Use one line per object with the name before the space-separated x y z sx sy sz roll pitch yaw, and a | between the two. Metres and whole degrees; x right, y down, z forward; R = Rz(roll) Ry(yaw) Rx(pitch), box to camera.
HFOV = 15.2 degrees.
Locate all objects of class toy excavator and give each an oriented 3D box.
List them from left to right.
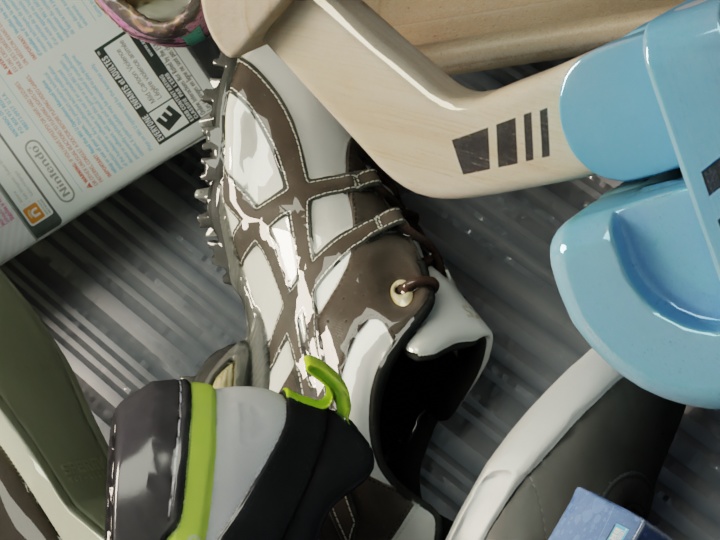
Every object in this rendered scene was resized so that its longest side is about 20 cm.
toy excavator | 0.070 -0.031 0.701 0.199 0.100 0.196 -17 97 28

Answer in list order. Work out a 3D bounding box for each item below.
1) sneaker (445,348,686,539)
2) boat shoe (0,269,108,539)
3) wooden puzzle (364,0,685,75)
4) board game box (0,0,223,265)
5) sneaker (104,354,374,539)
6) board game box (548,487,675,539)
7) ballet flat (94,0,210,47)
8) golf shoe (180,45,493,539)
sneaker | 0.061 0.113 0.714 0.099 0.071 0.201 27 79 26
boat shoe | -0.110 0.061 0.813 0.061 0.072 0.202 -41 71 15
wooden puzzle | 0.092 -0.136 0.805 0.184 0.037 0.201 -7 51 18
board game box | -0.155 -0.066 0.875 0.199 0.148 0.064 -30 14 15
sneaker | -0.029 0.124 0.730 0.082 0.072 0.202 1 104 -8
board game box | 0.055 0.172 0.641 0.201 0.135 0.034 -59 26 -5
ballet flat | -0.084 -0.157 0.775 0.069 0.201 0.071 -24 11 -3
golf shoe | 0.000 0.000 0.802 0.094 0.078 0.202 -2 75 24
